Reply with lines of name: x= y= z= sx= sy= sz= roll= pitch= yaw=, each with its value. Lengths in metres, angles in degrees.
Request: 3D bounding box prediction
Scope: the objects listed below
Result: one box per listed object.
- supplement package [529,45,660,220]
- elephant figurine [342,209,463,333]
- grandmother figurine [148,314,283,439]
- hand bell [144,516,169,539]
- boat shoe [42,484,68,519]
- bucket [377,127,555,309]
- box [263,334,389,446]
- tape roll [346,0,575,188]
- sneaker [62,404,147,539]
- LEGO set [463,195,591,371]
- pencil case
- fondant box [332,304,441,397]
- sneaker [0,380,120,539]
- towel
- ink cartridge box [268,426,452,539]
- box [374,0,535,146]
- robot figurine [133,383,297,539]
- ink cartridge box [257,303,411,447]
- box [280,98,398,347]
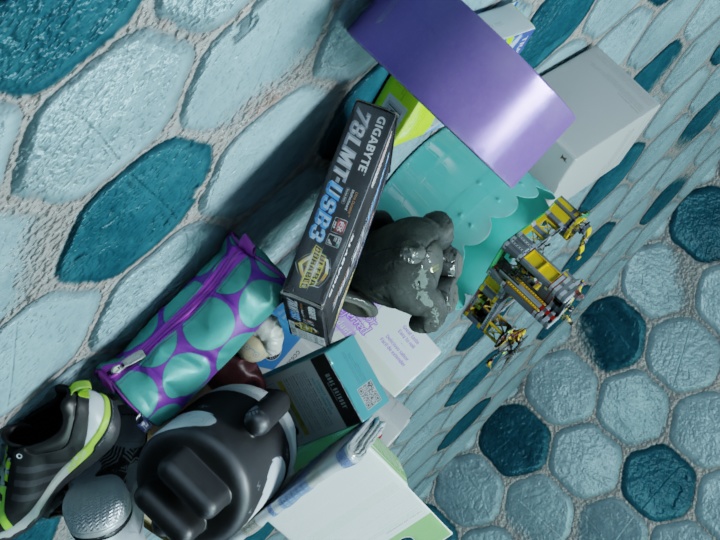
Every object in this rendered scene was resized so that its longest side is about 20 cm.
supplement package: x=0.257 y=-0.174 z=1.955 sx=0.199 sy=0.120 sz=0.122 roll=-32 pitch=161 yaw=-42
elephant figurine: x=0.000 y=0.000 z=1.688 sx=0.142 sy=0.198 sz=0.156 roll=-59 pitch=145 yaw=-49
grandmother figurine: x=-0.148 y=0.115 z=1.612 sx=0.200 sy=0.121 sz=0.061 roll=-46 pitch=-150 yaw=23
hand bell: x=-0.201 y=0.207 z=1.820 sx=0.201 sy=0.104 sz=0.104 roll=-56 pitch=168 yaw=-16
boat shoe: x=-0.287 y=0.225 z=1.613 sx=0.074 sy=0.068 sz=0.199 roll=-46 pitch=165 yaw=2
bucket: x=0.113 y=-0.063 z=1.823 sx=0.207 sy=0.135 sz=0.208 roll=-41 pitch=164 yaw=-15
box: x=-0.064 y=0.138 z=1.646 sx=0.199 sy=0.083 sz=0.049 roll=-26 pitch=-175 yaw=45
tape roll: x=0.087 y=-0.169 z=1.354 sx=0.085 sy=0.200 sz=0.200 roll=-47 pitch=165 yaw=6
sneaker: x=-0.244 y=0.226 z=1.537 sx=0.201 sy=0.074 sz=0.116 roll=-89 pitch=174 yaw=-59
LEGO set: x=0.218 y=0.024 z=1.842 sx=0.153 sy=0.116 sz=0.201 roll=-31 pitch=159 yaw=-47
pencil case: x=-0.159 y=0.057 z=1.493 sx=0.200 sy=0.085 sz=0.092 roll=-46 pitch=149 yaw=-3
fondant box: x=-0.025 y=0.112 z=1.868 sx=0.200 sy=0.144 sz=0.058 roll=-42 pitch=-178 yaw=-14
sneaker: x=-0.312 y=0.171 z=1.457 sx=0.200 sy=0.072 sz=0.083 roll=-44 pitch=131 yaw=12
towel: x=-0.064 y=0.221 z=1.566 sx=0.199 sy=0.024 sz=0.147 roll=-39 pitch=179 yaw=14
ink cartridge box: x=-0.009 y=0.261 z=1.714 sx=0.145 sy=0.048 sz=0.200 roll=-34 pitch=129 yaw=10
box: x=0.098 y=-0.203 z=1.594 sx=0.199 sy=0.048 sz=0.122 roll=-27 pitch=156 yaw=-49
robot figurine: x=-0.137 y=0.189 z=1.512 sx=0.149 sy=0.126 sz=0.200 roll=-6 pitch=-166 yaw=22
ink cartridge box: x=-0.064 y=0.157 z=1.769 sx=0.147 sy=0.200 sz=0.086 roll=-49 pitch=176 yaw=13
box: x=-0.019 y=-0.041 z=1.505 sx=0.199 sy=0.049 sz=0.202 roll=99 pitch=11 yaw=-77
